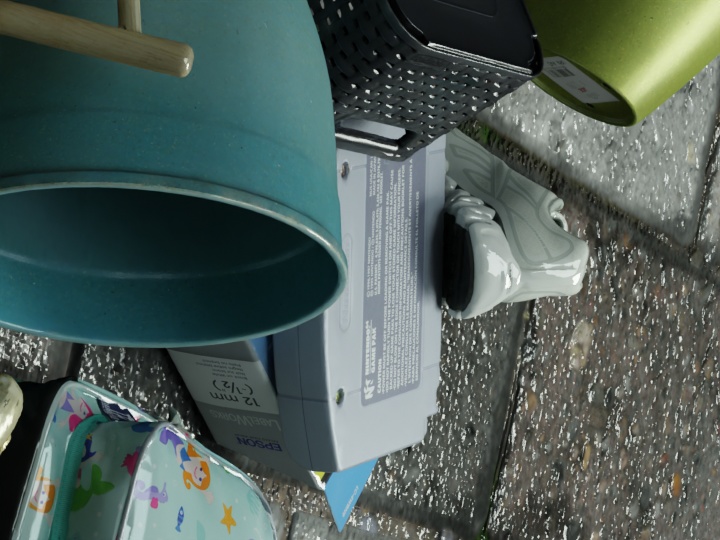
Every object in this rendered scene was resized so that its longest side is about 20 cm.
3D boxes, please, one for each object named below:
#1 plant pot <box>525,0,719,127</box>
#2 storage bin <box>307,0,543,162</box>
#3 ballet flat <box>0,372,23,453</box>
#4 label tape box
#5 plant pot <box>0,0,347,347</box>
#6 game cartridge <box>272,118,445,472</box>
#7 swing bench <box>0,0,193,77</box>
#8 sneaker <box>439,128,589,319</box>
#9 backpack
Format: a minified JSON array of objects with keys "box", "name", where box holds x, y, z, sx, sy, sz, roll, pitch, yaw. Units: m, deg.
[{"box":[0.180,-0.198,1.850,0.200,0.187,0.187,-58,145,-11],"name":"plant pot"},{"box":[-0.006,-0.168,1.477,0.135,0.094,0.201,9,54,-54],"name":"storage bin"},{"box":[-0.198,0.134,1.289,0.200,0.057,0.066,-59,-178,2],"name":"ballet flat"},{"box":[-0.037,0.023,1.602,0.144,0.066,0.200,-62,147,-33],"name":"label tape box"},{"box":[-0.104,-0.086,1.347,0.200,0.199,0.189,37,49,-57],"name":"plant pot"},{"box":[0.000,0.000,1.560,0.133,0.041,0.201,-16,109,-64],"name":"game cartridge"},{"box":[-0.165,-0.175,1.152,0.199,0.199,0.130,99,-12,-63],"name":"swing bench"},{"box":[0.068,-0.032,1.674,0.200,0.081,0.075,-119,-150,-59],"name":"sneaker"},{"box":[-0.128,0.148,1.395,0.200,0.150,0.178,43,58,-61],"name":"backpack"}]
